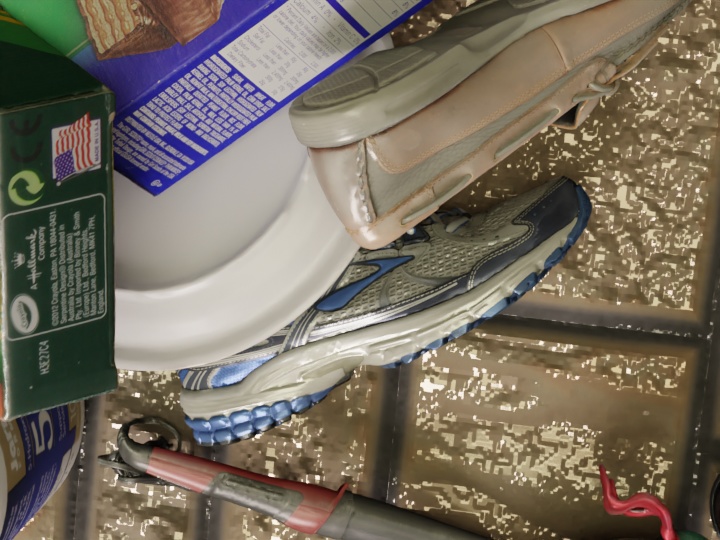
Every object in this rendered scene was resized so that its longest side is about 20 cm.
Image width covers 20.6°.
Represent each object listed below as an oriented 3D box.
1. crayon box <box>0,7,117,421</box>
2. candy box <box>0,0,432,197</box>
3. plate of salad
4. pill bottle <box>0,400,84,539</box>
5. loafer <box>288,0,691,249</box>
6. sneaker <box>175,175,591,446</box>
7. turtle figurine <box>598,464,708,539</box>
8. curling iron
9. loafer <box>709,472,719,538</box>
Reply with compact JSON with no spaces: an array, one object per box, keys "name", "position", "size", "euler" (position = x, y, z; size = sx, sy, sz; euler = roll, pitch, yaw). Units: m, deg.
[{"name":"crayon box","position":[-0.164,-0.044,0.784],"size":[0.051,0.200,0.128],"euler":[-15,122,-31]},{"name":"candy box","position":[-0.053,-0.158,0.784],"size":[0.200,0.077,0.170],"euler":[-35,67,10]},{"name":"plate of salad","position":[-0.073,-0.054,0.833],"size":[0.199,0.048,0.201],"euler":[-6,74,20]},{"name":"pill bottle","position":[-0.193,0.078,0.811],"size":[0.119,0.200,0.120],"euler":[1,101,6]},{"name":"loafer","position":[0.060,-0.074,0.788],"size":[0.199,0.072,0.063],"euler":[-29,110,-29]},{"name":"sneaker","position":[0.000,0.000,0.840],"size":[0.199,0.077,0.086],"euler":[-26,92,10]},{"name":"turtle figurine","position":[0.093,0.168,0.847],"size":[0.200,0.101,0.150],"euler":[-33,127,16]},{"name":"curling iron","position":[-0.018,0.101,0.878],"size":[0.199,0.050,0.026],"euler":[15,103,-2]},{"name":"loafer","position":[0.245,0.086,0.830],"size":[0.199,0.063,0.072],"euler":[-13,100,9]}]
